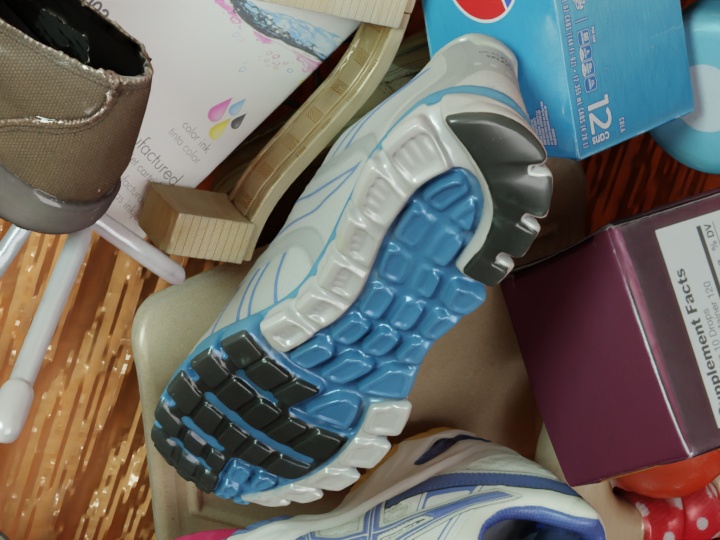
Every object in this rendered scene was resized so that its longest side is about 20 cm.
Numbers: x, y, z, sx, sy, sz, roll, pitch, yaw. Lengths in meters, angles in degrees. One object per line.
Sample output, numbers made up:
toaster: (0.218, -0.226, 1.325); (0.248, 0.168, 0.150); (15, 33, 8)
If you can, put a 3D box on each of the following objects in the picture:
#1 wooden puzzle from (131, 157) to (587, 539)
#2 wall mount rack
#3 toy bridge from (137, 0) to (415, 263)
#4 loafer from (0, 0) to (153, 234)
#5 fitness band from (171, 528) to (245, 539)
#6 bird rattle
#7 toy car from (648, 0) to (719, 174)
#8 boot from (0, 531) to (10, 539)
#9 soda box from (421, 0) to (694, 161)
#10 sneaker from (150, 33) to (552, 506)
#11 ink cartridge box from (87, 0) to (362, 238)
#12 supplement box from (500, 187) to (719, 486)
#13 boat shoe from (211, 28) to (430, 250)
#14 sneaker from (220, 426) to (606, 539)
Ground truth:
wooden puzzle: (0.000, 0.052, 1.087); (0.184, 0.037, 0.201); (-23, 137, -19)
wall mount rack: (-0.147, -0.025, 0.882); (0.200, 0.174, 0.075); (35, 89, -15)
toy bridge: (-0.014, -0.097, 0.950); (0.067, 0.027, 0.201); (9, 109, -33)
loafer: (-0.133, -0.104, 0.860); (0.200, 0.073, 0.071); (45, 121, -1)
fitness band: (-0.054, 0.172, 1.105); (0.144, 0.037, 0.200); (-46, 141, 4)
bird rattle: (0.127, 0.067, 1.150); (0.200, 0.113, 0.163); (-48, 138, 11)
toy car: (0.226, -0.119, 1.017); (0.184, 0.199, 0.178); (-36, 133, -53)
boot: (-0.182, 0.189, 0.983); (0.151, 0.073, 0.201); (-45, 161, -51)
soda box: (0.057, -0.142, 0.963); (0.068, 0.064, 0.201); (-23, 109, -42)
sneaker: (0.000, 0.000, 0.969); (0.075, 0.087, 0.200); (32, 122, -17)
ink cartridge box: (-0.051, -0.123, 0.975); (0.200, 0.067, 0.117); (-45, 127, -5)
supplement box: (0.167, 0.005, 1.032); (0.199, 0.110, 0.086); (-18, 87, -20)
boat shoe: (0.029, -0.061, 1.065); (0.199, 0.063, 0.073); (-20, 146, -18)
sneaker: (0.006, 0.123, 1.022); (0.200, 0.088, 0.076); (-36, 127, -32)
